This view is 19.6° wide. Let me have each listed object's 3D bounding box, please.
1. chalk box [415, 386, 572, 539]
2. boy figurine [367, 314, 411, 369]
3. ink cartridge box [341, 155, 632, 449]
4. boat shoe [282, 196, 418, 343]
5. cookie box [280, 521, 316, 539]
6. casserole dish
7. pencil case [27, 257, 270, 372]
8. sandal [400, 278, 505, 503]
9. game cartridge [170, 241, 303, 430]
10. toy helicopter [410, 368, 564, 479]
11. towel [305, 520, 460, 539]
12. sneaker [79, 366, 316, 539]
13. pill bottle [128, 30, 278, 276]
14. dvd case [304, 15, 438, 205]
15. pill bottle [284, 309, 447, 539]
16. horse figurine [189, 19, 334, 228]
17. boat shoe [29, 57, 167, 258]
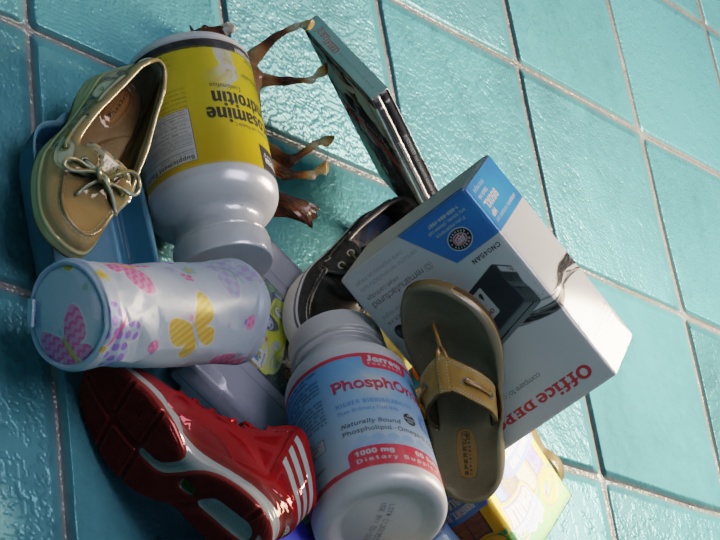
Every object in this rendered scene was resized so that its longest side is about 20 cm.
[{"bbox_3d":[0.093,0.203,1.826,0.201,0.124,0.124,56,33,-7],"label":"chalk box"},{"bbox_3d":[0.031,0.020,1.907,0.123,0.065,0.201,16,37,-3],"label":"boy figurine"},{"bbox_3d":[0.106,0.032,1.728,0.200,0.144,0.084,50,28,-7],"label":"ink cartridge box"},{"bbox_3d":[0.000,0.000,1.814,0.070,0.066,0.200,45,43,-2],"label":"boat shoe"},{"bbox_3d":[-0.058,0.303,1.590,0.201,0.075,0.171,54,32,-11],"label":"cookie box"},{"bbox_3d":[-0.215,-0.027,1.647,0.121,0.039,0.201,12,57,-50],"label":"casserole dish"},{"bbox_3d":[-0.157,0.031,1.572,0.199,0.090,0.084,-1,107,-54],"label":"pencil case"},{"bbox_3d":[0.077,0.103,1.687,0.054,0.080,0.202,-55,139,-64],"label":"sandal"},{"bbox_3d":[-0.086,0.059,1.766,0.133,0.041,0.201,49,35,-27],"label":"game cartridge"},{"bbox_3d":[0.142,0.118,1.949,0.201,0.132,0.079,63,22,-9],"label":"toy helicopter"},{"bbox_3d":[0.045,0.262,1.747,0.112,0.048,0.200,-41,101,-16],"label":"towel"},{"bbox_3d":[-0.118,0.133,1.598,0.200,0.079,0.115,45,30,14],"label":"sneaker"},{"bbox_3d":[-0.129,-0.089,1.734,0.112,0.112,0.201,18,49,-47],"label":"pill bottle"},{"bbox_3d":[0.021,-0.122,1.881,0.146,0.022,0.201,51,-9,47],"label":"dvd case"},{"bbox_3d":[-0.002,0.129,1.680,0.108,0.109,0.201,32,28,-37],"label":"pill bottle"},{"bbox_3d":[-0.089,-0.134,1.841,0.050,0.131,0.202,12,69,-69],"label":"horse figurine"},{"bbox_3d":[-0.201,-0.094,1.622,0.073,0.062,0.201,42,39,-29],"label":"boat shoe"}]
